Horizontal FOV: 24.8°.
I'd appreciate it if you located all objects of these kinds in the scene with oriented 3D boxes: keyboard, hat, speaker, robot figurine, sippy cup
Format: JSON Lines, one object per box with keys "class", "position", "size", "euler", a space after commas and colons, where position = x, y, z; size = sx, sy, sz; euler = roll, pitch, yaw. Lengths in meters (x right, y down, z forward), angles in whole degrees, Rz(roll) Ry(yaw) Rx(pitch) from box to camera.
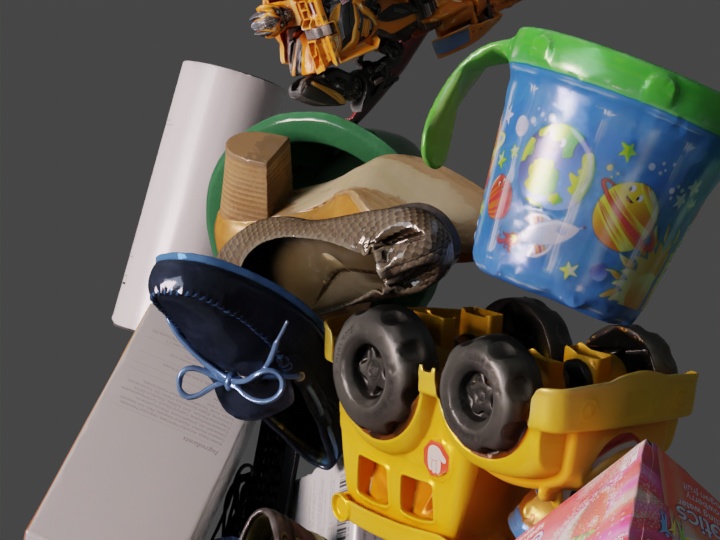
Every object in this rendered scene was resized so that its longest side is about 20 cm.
{"class": "keyboard", "position": [-0.085, 0.196, 1.120], "size": [0.104, 0.039, 0.201], "euler": [163, 119, -70]}
{"class": "hat", "position": [0.014, -0.068, 1.116], "size": [0.200, 0.166, 0.176], "euler": [-36, 8, 37]}
{"class": "speaker", "position": [-0.117, -0.048, 1.182], "size": [0.081, 0.081, 0.201], "euler": [12, 86, 53]}
{"class": "robot figurine", "position": [0.018, -0.184, 1.002], "size": [0.058, 0.200, 0.146], "euler": [1, 115, 53]}
{"class": "sippy cup", "position": [0.124, -0.046, 0.875], "size": [0.178, 0.139, 0.131], "euler": [27, 97, 59]}

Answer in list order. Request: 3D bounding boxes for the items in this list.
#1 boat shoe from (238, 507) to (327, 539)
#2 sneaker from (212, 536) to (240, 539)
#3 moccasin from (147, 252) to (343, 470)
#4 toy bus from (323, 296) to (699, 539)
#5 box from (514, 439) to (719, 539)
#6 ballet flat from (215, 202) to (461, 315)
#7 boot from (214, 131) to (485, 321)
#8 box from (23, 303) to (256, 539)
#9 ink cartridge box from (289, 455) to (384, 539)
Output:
{"class": "boat shoe", "position": [-0.068, 0.230, 0.934], "size": [0.073, 0.065, 0.201], "euler": [-23, 38, 36]}
{"class": "sneaker", "position": [-0.064, 0.264, 1.006], "size": [0.088, 0.075, 0.201], "euler": [-25, 67, 59]}
{"class": "moccasin", "position": [-0.052, 0.058, 0.946], "size": [0.080, 0.200, 0.069], "euler": [0, 62, 40]}
{"class": "toy bus", "position": [0.073, 0.117, 0.904], "size": [0.200, 0.135, 0.193], "euler": [12, 100, 51]}
{"class": "box", "position": [0.102, 0.190, 0.803], "size": [0.200, 0.103, 0.095], "euler": [-43, 9, 31]}
{"class": "ballet flat", "position": [-0.026, 0.002, 0.949], "size": [0.199, 0.046, 0.068], "euler": [-10, 113, 44]}
{"class": "boot", "position": [-0.001, 0.000, 1.015], "size": [0.200, 0.071, 0.145], "euler": [17, 129, 23]}
{"class": "box", "position": [-0.143, 0.145, 1.090], "size": [0.125, 0.097, 0.200], "euler": [112, -179, -48]}
{"class": "ink cartridge box", "position": [-0.018, 0.227, 1.043], "size": [0.174, 0.043, 0.201], "euler": [143, 133, -66]}
